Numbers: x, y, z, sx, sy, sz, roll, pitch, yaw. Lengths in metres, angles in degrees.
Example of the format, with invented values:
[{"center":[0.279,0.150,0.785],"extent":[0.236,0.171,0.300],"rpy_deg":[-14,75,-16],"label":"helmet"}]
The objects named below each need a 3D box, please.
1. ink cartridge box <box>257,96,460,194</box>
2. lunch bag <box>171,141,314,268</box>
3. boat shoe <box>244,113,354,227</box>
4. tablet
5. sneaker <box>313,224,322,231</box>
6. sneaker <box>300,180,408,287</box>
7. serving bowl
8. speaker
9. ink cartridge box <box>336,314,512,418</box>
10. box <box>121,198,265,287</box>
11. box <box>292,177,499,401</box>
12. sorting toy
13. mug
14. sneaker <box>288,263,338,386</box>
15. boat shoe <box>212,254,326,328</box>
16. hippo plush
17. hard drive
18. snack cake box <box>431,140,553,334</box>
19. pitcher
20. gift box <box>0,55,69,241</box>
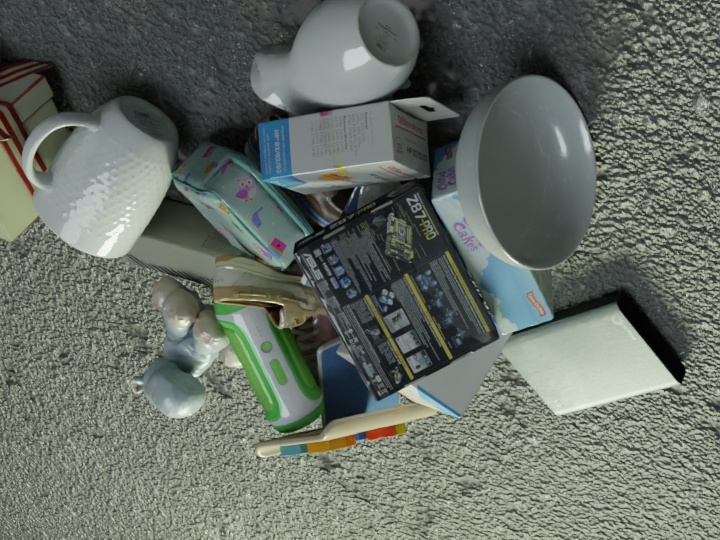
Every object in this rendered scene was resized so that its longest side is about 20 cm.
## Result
[{"center":[0.002,-0.134,1.397],"extent":[0.198,0.115,0.069],"rpy_deg":[-7,83,23],"label":"ink cartridge box"},{"center":[-0.145,-0.080,1.598],"extent":[0.160,0.077,0.200],"rpy_deg":[45,171,-26],"label":"lunch bag"},{"center":[-0.051,-0.115,1.557],"extent":[0.199,0.072,0.073],"rpy_deg":[33,139,-1],"label":"boat shoe"},{"center":[-0.001,0.148,1.765],"extent":[0.014,0.129,0.201],"rpy_deg":[49,153,38],"label":"tablet"},{"center":[0.000,0.000,1.602],"extent":[0.078,0.076,0.200],"rpy_deg":[34,-173,-34],"label":"sneaker"},{"center":[0.027,-0.042,1.495],"extent":[0.115,0.200,0.081],"rpy_deg":[32,175,-1],"label":"sneaker"},{"center":[0.163,-0.100,1.335],"extent":[0.065,0.200,0.201],"rpy_deg":[-1,131,45],"label":"serving bowl"},{"center":[-0.120,0.111,1.691],"extent":[0.088,0.088,0.201],"rpy_deg":[-11,111,40],"label":"speaker"},{"center":[0.070,0.087,1.586],"extent":[0.128,0.126,0.200],"rpy_deg":[34,171,-15],"label":"ink cartridge box"},{"center":[-0.233,-0.037,1.753],"extent":[0.198,0.082,0.069],"rpy_deg":[16,140,22],"label":"box"},{"center":[0.040,0.023,1.420],"extent":[0.160,0.049,0.201],"rpy_deg":[-28,104,8],"label":"box"},{"center":[-0.018,0.217,1.696],"extent":[0.200,0.184,0.037],"rpy_deg":[-25,76,54],"label":"sorting toy"},{"center":[-0.335,-0.136,1.632],"extent":[0.199,0.148,0.176],"rpy_deg":[17,122,-40],"label":"mug"},{"center":[-0.064,0.094,1.757],"extent":[0.075,0.105,0.201],"rpy_deg":[7,134,33],"label":"sneaker"},{"center":[-0.098,0.040,1.617],"extent":[0.199,0.070,0.074],"rpy_deg":[18,164,-21],"label":"boat shoe"},{"center":[-0.257,0.113,1.774],"extent":[0.159,0.161,0.200],"rpy_deg":[38,177,-26],"label":"hippo plush"},{"center":[0.284,0.106,1.591],"extent":[0.199,0.033,0.140],"rpy_deg":[-23,115,45],"label":"hard drive"},{"center":[0.152,-0.042,1.452],"extent":[0.067,0.115,0.201],"rpy_deg":[-19,120,20],"label":"snack cake box"},{"center":[-0.004,-0.219,1.402],"extent":[0.171,0.122,0.199],"rpy_deg":[27,156,-26],"label":"pitcher"},{"center":[-0.487,-0.174,1.707],"extent":[0.199,0.185,0.188],"rpy_deg":[11,139,31],"label":"gift box"}]
